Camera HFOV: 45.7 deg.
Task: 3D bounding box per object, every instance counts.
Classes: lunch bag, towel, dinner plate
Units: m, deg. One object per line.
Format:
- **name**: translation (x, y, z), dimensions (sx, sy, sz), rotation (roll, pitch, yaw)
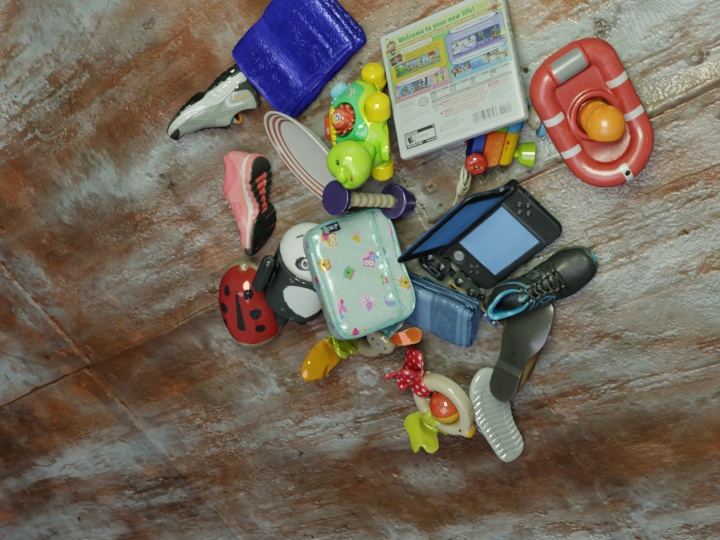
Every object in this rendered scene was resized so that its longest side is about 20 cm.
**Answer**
- **lunch bag**: translation (0.000, 0.000, 1.404), dimensions (0.077, 0.157, 0.204), rotation (166, 86, -76)
- **towel**: translation (0.113, 0.058, 1.486), dimensions (0.197, 0.049, 0.113), rotation (22, 143, 20)
- **towel**: translation (-0.099, -0.337, 1.302), dimensions (0.147, 0.050, 0.199), rotation (43, 130, -12)
- **dinner plate**: translation (-0.079, -0.180, 1.375), dimensions (0.200, 0.024, 0.201), rotation (43, 165, 15)

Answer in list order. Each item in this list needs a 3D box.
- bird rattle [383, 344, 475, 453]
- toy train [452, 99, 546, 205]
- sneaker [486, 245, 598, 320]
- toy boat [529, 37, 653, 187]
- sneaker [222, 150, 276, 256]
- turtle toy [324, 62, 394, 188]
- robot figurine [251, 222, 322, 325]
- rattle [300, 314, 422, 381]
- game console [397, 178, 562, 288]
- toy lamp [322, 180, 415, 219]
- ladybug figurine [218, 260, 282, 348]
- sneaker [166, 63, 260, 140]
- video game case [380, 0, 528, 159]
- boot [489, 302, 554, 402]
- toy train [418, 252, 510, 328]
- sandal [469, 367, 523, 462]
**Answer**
- **bird rattle**: translation (0.142, 0.236, 1.589), dimensions (0.161, 0.112, 0.204), rotation (8, 119, 39)
- **toy train**: translation (0.210, -0.173, 1.277), dimensions (0.113, 0.086, 0.203), rotation (6, 134, -2)
- **sneaker**: translation (0.290, 0.030, 1.370), dimensions (0.198, 0.082, 0.074), rotation (-32, 93, 32)
- **toy boat**: translation (0.318, -0.202, 1.145), dimensions (0.129, 0.131, 0.201), rotation (-31, 111, 13)
- **sneaker**: translation (-0.202, -0.124, 1.510), dimensions (0.085, 0.074, 0.204), rotation (22, 128, 25)
- **turtle toy**: translation (-0.003, -0.202, 1.266), dimensions (0.098, 0.203, 0.148), rotation (-5, 135, 1)
- **robot figurine**: translation (-0.102, 0.011, 1.514), dimensions (0.124, 0.150, 0.202), rotation (36, 131, 10)
- **rattle**: translation (-0.005, 0.140, 1.535), dimensions (0.197, 0.142, 0.133), rotation (15, 128, 40)
- **game console**: translation (0.186, -0.040, 1.344), dimensions (0.170, 0.119, 0.200), rotation (40, 136, -8)
- **toy lamp**: translation (0.020, -0.110, 1.333), dimensions (0.057, 0.198, 0.060), rotation (0, 90, 37)
- **ladybug figurine**: translation (-0.218, 0.072, 1.650), dimensions (0.133, 0.072, 0.204), rotation (7, 127, 19)
- **sneaker**: translation (-0.247, -0.259, 1.415), dimensions (0.198, 0.075, 0.080), rotation (-23, 119, 35)
- **video game case**: translation (0.128, -0.273, 1.201), dimensions (0.197, 0.022, 0.187), rotation (-14, 82, 32)
- **boot**: translation (0.285, 0.128, 1.477), dimensions (0.073, 0.075, 0.203), rotation (34, 117, 28)
- **toy train**: translation (0.178, 0.032, 1.466), dimensions (0.199, 0.034, 0.046), rotation (39, 135, -7)
- **sandal**: translation (0.245, 0.271, 1.601), dimensions (0.050, 0.081, 0.206), rotation (30, 144, 64)
